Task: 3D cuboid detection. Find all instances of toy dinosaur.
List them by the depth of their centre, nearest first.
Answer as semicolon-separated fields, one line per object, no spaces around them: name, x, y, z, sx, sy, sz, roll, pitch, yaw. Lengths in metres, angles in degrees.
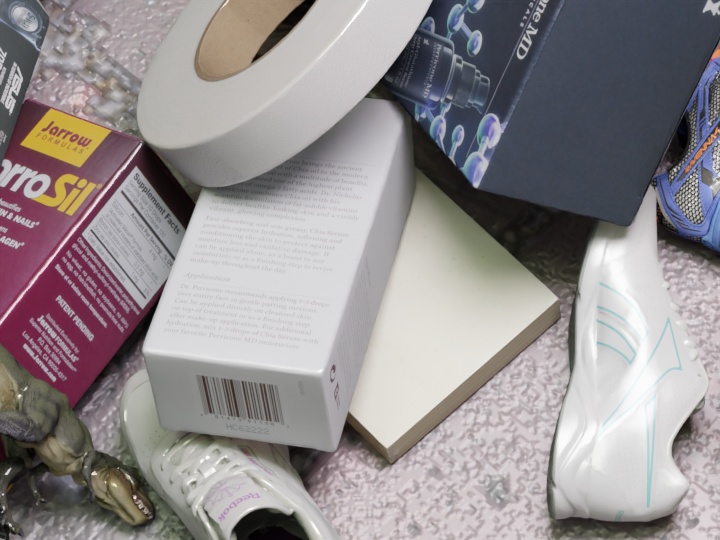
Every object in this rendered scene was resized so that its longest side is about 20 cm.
toy dinosaur;-0.181;0.086;1.341;0.047;0.200;0.088;-3;44;31

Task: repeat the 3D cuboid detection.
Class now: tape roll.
tape roll;-0.040;-0.134;1.383;0.203;0.037;0.203;-34;31;24

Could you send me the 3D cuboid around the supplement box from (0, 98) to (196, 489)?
supplement box;-0.194;0.013;1.418;0.110;0.086;0.200;20;66;41

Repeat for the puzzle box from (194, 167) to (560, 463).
puzzle box;0.000;0.000;1.447;0.133;0.025;0.200;-40;64;-12

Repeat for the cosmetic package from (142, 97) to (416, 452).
cosmetic package;-0.040;-0.004;1.376;0.101;0.071;0.200;8;51;13

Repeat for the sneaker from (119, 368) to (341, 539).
sneaker;-0.064;0.116;1.355;0.075;0.100;0.200;-41;63;-7

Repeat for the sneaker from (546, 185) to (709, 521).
sneaker;0.151;0.045;1.383;0.080;0.070;0.200;7;71;5

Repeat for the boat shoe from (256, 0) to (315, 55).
boat shoe;0.006;-0.181;1.517;0.200;0.065;0.072;-11;60;2

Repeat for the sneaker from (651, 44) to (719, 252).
sneaker;0.214;-0.103;1.443;0.078;0.075;0.200;11;63;17

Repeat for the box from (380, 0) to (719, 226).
box;0.094;-0.141;1.382;0.148;0.107;0.200;-66;33;20

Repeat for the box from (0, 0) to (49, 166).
box;-0.275;-0.072;1.457;0.160;0.044;0.200;-15;43;28
